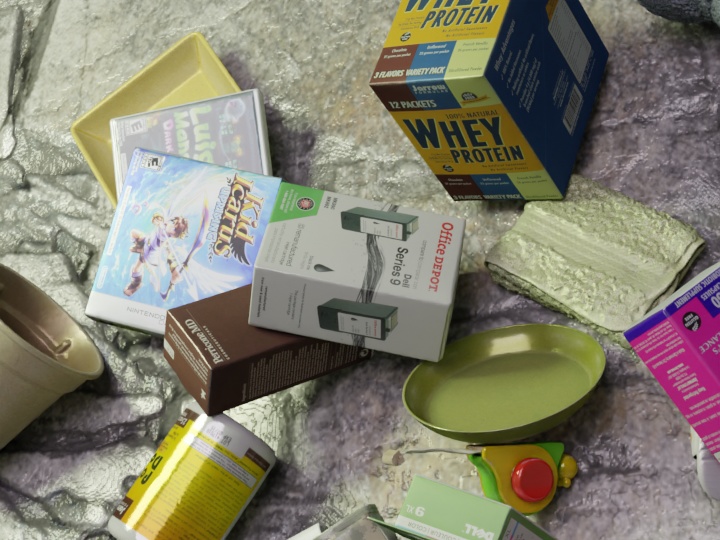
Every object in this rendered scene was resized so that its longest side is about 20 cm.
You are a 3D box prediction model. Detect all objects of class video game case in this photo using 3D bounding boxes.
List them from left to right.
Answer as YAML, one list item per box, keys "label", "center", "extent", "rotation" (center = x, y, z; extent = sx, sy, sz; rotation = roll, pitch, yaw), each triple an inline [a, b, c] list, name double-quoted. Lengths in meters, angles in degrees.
- label: "video game case"
  center: [-0.189, -0.022, 1.916]
  extent: [0.181, 0.045, 0.200]
  rotation: [13, 81, 15]
- label: "video game case"
  center: [-0.187, -0.093, 1.966]
  extent: [0.181, 0.023, 0.201]
  rotation: [-11, 75, 11]

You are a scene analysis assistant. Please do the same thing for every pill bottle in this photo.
- label: "pill bottle"
  center: [-0.181, 0.241, 1.773]
  extent: [0.109, 0.109, 0.200]
  rotation: [26, 76, 35]

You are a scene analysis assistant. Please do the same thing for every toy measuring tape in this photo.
- label: "toy measuring tape"
  center: [0.116, 0.197, 1.634]
  extent: [0.200, 0.074, 0.074]
  rotation: [0, 51, -24]

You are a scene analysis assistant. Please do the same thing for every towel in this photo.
- label: "towel"
  center: [0.235, -0.018, 1.762]
  extent: [0.200, 0.036, 0.149]
  rotation: [29, 77, 35]

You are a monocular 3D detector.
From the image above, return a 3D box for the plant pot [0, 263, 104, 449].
- label: "plant pot"
  center: [-0.418, 0.115, 1.928]
  extent: [0.184, 0.200, 0.200]
  rotation: [-49, 53, 9]

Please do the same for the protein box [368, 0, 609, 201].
- label: "protein box"
  center: [0.138, -0.208, 1.793]
  extent: [0.135, 0.200, 0.199]
  rotation: [0, 56, 34]

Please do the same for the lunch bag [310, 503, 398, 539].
- label: "lunch bag"
  center: [-0.013, 0.330, 1.596]
  extent: [0.200, 0.118, 0.164]
  rotation: [-39, 70, 20]

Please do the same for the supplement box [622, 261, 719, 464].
- label: "supplement box"
  center: [0.342, 0.098, 1.535]
  extent: [0.101, 0.103, 0.200]
  rotation: [-35, 86, -19]

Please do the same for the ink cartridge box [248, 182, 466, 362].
- label: "ink cartridge box"
  center: [0.000, 0.000, 1.764]
  extent: [0.199, 0.084, 0.146]
  rotation: [11, 40, 2]

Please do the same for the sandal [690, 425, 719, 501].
- label: "sandal"
  center: [0.344, 0.114, 1.616]
  extent: [0.079, 0.059, 0.207]
  rotation: [8, 73, -9]

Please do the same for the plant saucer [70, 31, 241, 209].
- label: "plant saucer"
  center: [-0.221, -0.157, 2.057]
  extent: [0.200, 0.048, 0.200]
  rotation: [-37, 53, 4]

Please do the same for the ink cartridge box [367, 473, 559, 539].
- label: "ink cartridge box"
  center: [0.099, 0.235, 1.580]
  extent: [0.104, 0.200, 0.059]
  rotation: [16, 78, 32]

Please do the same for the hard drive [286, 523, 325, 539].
- label: "hard drive"
  center: [-0.104, 0.353, 1.723]
  extent: [0.200, 0.026, 0.132]
  rotation: [-29, 54, 8]

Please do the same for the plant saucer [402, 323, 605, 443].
- label: "plant saucer"
  center: [0.141, 0.113, 1.686]
  extent: [0.199, 0.031, 0.200]
  rotation: [-13, 24, 6]

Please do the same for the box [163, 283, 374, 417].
- label: "box"
  center: [-0.092, 0.066, 1.792]
  extent: [0.200, 0.075, 0.100]
  rotation: [-20, 48, -27]

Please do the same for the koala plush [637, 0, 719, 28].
- label: "koala plush"
  center: [0.391, -0.286, 1.765]
  extent: [0.184, 0.177, 0.200]
  rotation: [-41, 53, 14]
